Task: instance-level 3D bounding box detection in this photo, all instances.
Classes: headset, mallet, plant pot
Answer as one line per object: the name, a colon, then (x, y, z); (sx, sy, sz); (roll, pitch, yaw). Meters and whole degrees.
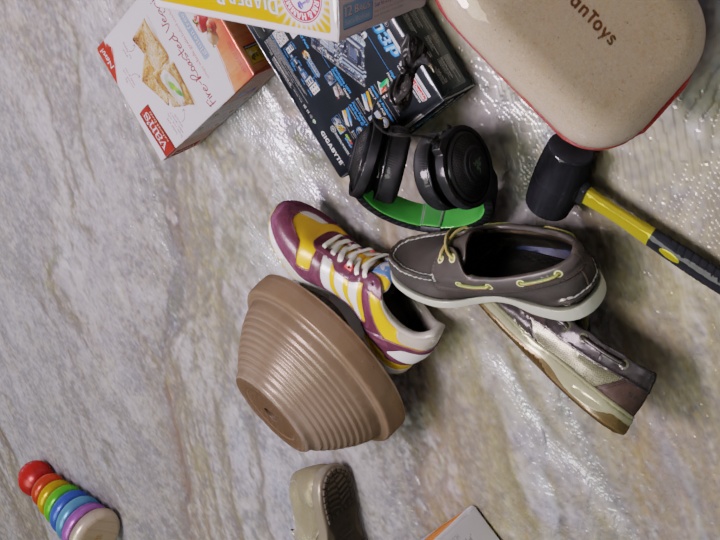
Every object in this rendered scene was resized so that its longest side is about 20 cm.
headset: (0.048, -0.098, 0.963); (0.121, 0.095, 0.200); (6, 158, 15)
mallet: (0.215, -0.037, 0.899); (0.198, 0.041, 0.067); (31, 137, 24)
plant pot: (-0.057, 0.109, 1.171); (0.200, 0.093, 0.202); (40, 159, 19)

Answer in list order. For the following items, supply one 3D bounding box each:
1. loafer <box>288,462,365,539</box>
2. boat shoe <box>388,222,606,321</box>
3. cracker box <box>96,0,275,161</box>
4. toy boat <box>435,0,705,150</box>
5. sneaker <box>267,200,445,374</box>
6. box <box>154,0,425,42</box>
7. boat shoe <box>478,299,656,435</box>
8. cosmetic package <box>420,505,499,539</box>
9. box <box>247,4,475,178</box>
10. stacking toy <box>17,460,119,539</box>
loafer: (-0.037, 0.304, 1.346); (0.068, 0.075, 0.203); (11, 113, 42)
boat shoe: (0.101, -0.010, 0.974); (0.199, 0.072, 0.061); (7, 144, 37)
cracker box: (-0.166, -0.210, 1.159); (0.199, 0.057, 0.135); (-31, 90, 51)
toy boat: (0.134, -0.183, 0.831); (0.200, 0.131, 0.131); (43, -177, -10)
sneaker: (0.000, 0.000, 1.114); (0.200, 0.075, 0.090); (46, 142, 0)
box: (-0.059, -0.251, 0.912); (0.198, 0.112, 0.103); (18, 125, 35)
boat shoe: (0.163, 0.051, 0.985); (0.065, 0.073, 0.200); (-48, 55, 5)
cosmetic package: (0.059, 0.328, 1.236); (0.072, 0.101, 0.200); (51, 139, 8)
box: (-0.014, -0.200, 1.018); (0.158, 0.046, 0.202); (-32, 90, 50)
stacking toy: (-0.449, 0.348, 1.791); (0.199, 0.085, 0.086); (30, 133, 35)
